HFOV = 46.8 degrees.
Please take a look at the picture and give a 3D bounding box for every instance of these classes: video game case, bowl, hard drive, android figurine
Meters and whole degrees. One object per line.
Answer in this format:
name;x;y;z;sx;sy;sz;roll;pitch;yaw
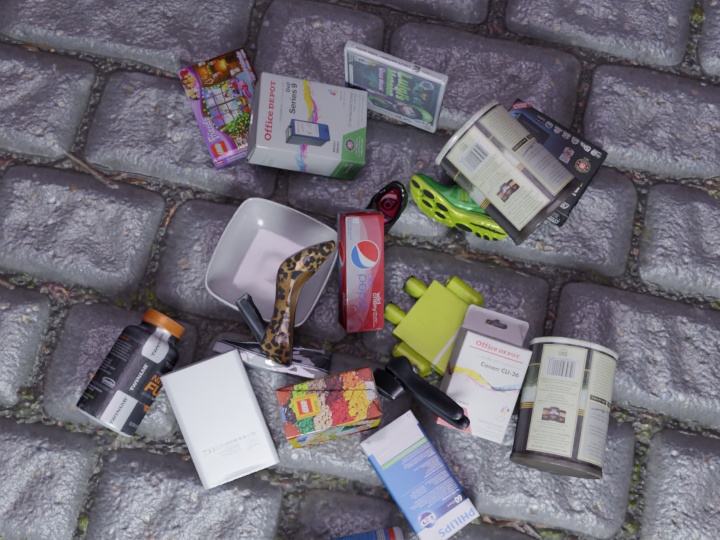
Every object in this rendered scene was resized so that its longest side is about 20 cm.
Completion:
video game case;0.058;-0.320;1.469;0.181;0.200;0.023;21;76;5
bowl;-0.151;-0.007;1.443;0.200;0.075;0.200;24;75;5
hard drive;-0.228;0.242;1.357;0.132;0.025;0.200;-20;97;-2
android figurine;0.140;0.101;1.436;0.200;0.041;0.182;39;77;11

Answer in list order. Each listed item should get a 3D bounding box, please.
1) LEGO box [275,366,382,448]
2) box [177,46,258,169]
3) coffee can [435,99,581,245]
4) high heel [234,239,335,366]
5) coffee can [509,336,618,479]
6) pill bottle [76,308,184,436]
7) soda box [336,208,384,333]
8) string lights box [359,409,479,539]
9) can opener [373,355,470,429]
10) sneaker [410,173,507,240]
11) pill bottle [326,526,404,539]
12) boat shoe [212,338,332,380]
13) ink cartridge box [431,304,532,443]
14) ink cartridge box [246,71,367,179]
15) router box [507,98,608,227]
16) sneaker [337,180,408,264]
LEGO box;-0.048;0.221;1.315;0.149;0.200;0.077;-14;74;-4
box;-0.241;-0.303;1.542;0.137;0.039;0.200;-22;76;-6
coffee can;0.246;-0.164;1.390;0.146;0.146;0.200;-42;83;-11
high heel;-0.092;0.053;1.348;0.200;0.071;0.143;-38;71;7
coffee can;0.332;0.223;1.349;0.146;0.146;0.200;13;74;3
pill bottle;-0.372;0.164;1.374;0.106;0.106;0.200;27;76;7
soda box;0.000;0.000;1.398;0.070;0.063;0.201;-5;104;-15
string lights box;0.094;0.342;1.357;0.103;0.059;0.200;-32;77;-9
can opener;0.101;0.200;1.338;0.200;0.063;0.079;28;76;42
sneaker;0.181;-0.122;1.489;0.200;0.074;0.084;26;61;1
pill bottle;-0.025;0.472;1.291;0.199;0.112;0.113;-9;75;-4
boat shoe;-0.146;0.136;1.404;0.199;0.072;0.068;13;76;0
ink cartridge box;0.205;0.167;1.370;0.116;0.067;0.200;17;91;-4
ink cartridge box;-0.094;-0.256;1.482;0.199;0.088;0.146;7;74;-15
router box;0.323;-0.196;1.510;0.200;0.062;0.150;33;78;8
sneaker;0.019;-0.078;1.460;0.077;0.084;0.200;27;75;7
